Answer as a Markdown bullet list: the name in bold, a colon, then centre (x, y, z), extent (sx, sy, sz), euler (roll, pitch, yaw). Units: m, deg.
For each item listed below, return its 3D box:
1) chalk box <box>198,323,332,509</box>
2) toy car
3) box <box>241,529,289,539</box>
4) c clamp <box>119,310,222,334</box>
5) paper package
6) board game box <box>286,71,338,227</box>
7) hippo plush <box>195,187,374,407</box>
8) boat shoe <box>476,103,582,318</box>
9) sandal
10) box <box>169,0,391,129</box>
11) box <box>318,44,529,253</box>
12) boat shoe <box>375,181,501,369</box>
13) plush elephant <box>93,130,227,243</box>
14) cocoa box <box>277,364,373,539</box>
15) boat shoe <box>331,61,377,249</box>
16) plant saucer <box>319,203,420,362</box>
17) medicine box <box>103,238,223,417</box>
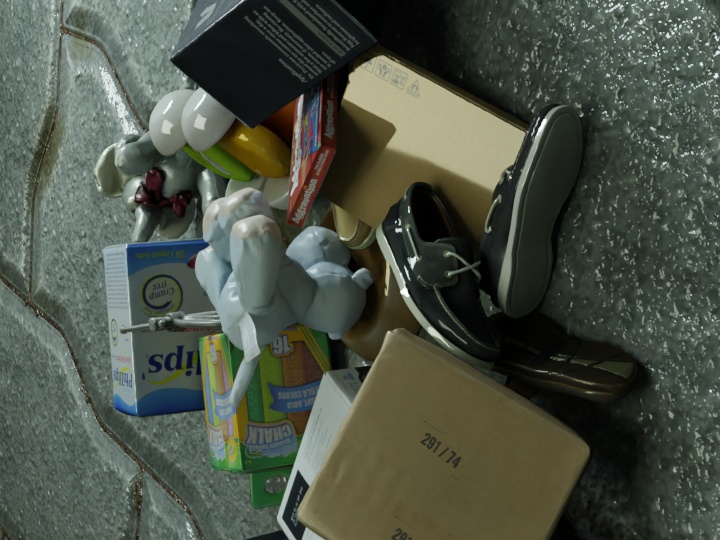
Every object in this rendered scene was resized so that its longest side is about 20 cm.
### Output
- **chalk box**: centre (-0.102, 0.166, 1.447), extent (0.124, 0.123, 0.203), euler (165, 98, -66)
- **toy car**: centre (-0.129, -0.167, 1.457), extent (0.199, 0.174, 0.151), euler (2, 61, 56)
- **box**: centre (-0.039, 0.360, 1.326), extent (0.199, 0.198, 0.050), euler (56, 138, 36)
- **c clamp**: centre (-0.147, 0.050, 1.441), extent (0.170, 0.198, 0.028), euler (-3, 92, 52)
- **paper package**: centre (0.073, 0.179, 1.076), extent (0.198, 0.103, 0.192), euler (28, 90, 13)
- **board game box**: centre (-0.047, -0.148, 1.279), extent (0.202, 0.019, 0.104), euler (-90, 19, -47)
- **hippo plush**: centre (-0.065, 0.005, 1.291), extent (0.160, 0.159, 0.202), euler (114, 144, -43)
- **boat shoe**: centre (0.144, -0.058, 1.125), extent (0.060, 0.073, 0.202), euler (37, 131, 41)
- **sandal**: centre (0.164, 0.086, 1.124), extent (0.199, 0.081, 0.055), euler (16, 129, 47)
- **box**: centre (-0.063, -0.280, 1.256), extent (0.199, 0.117, 0.198), euler (-26, 36, 42)
- **box**: centre (0.057, -0.101, 1.209), extent (0.199, 0.021, 0.165), euler (31, 119, 21)
- **boat shoe**: centre (0.075, 0.003, 1.134), extent (0.068, 0.071, 0.201), euler (-51, 43, 26)
- **plush elephant**: centre (-0.257, -0.103, 1.631), extent (0.155, 0.163, 0.201), euler (-53, 22, 28)
- **cocoa box**: centre (0.020, 0.210, 1.280), extent (0.134, 0.130, 0.202), euler (48, 131, 41)
- **boat shoe**: centre (-0.013, -0.124, 1.304), extent (0.071, 0.076, 0.203), euler (-8, 77, 42)
- **plant saucer**: centre (0.000, 0.000, 1.369), extent (0.199, 0.035, 0.204), euler (9, 101, 55)
- **medicine box**: centre (-0.205, 0.064, 1.538), extent (0.103, 0.180, 0.203), euler (-3, 91, 64)
